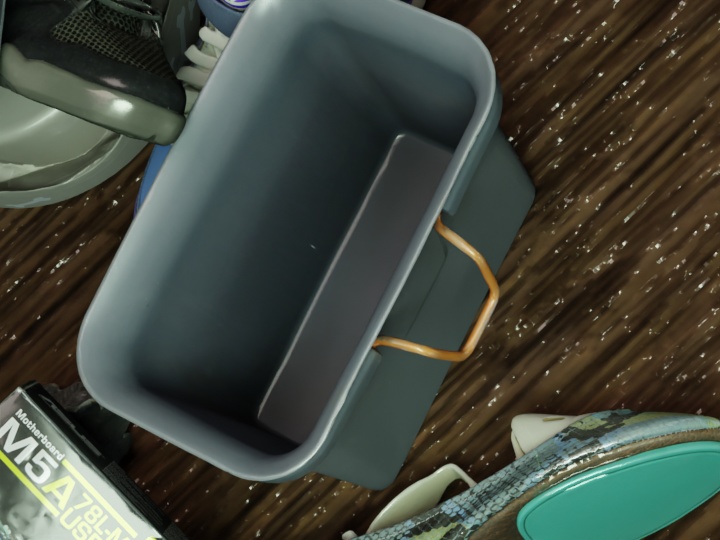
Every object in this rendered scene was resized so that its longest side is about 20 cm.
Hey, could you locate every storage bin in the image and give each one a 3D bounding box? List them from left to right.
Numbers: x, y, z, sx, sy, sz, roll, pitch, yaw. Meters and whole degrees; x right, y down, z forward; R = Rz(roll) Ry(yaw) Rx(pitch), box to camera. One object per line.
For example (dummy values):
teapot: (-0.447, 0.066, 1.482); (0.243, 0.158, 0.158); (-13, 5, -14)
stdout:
storage bin: (0.000, 0.000, 0.971); (0.145, 0.134, 0.201); (24, 84, 27)

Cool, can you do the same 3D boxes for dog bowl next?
dog bowl: (-0.168, -0.123, 1.124); (0.198, 0.059, 0.202); (-7, 72, 21)

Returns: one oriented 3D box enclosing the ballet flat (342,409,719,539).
ballet flat: (0.061, 0.098, 0.955); (0.199, 0.074, 0.075); (-30, 64, 8)

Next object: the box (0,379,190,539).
box: (-0.130, 0.181, 0.899); (0.200, 0.048, 0.193); (45, 90, 1)

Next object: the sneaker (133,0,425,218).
sneaker: (-0.059, -0.101, 1.020); (0.080, 0.146, 0.200); (39, 90, 28)

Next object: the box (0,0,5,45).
box: (-0.235, -0.127, 1.007); (0.200, 0.106, 0.150); (-26, 57, 58)

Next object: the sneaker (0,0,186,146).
sneaker: (-0.116, -0.127, 0.986); (0.115, 0.076, 0.199); (-63, 30, 12)

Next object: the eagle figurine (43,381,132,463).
eagle figurine: (-0.173, 0.141, 1.007); (0.151, 0.150, 0.202); (11, 90, 34)
